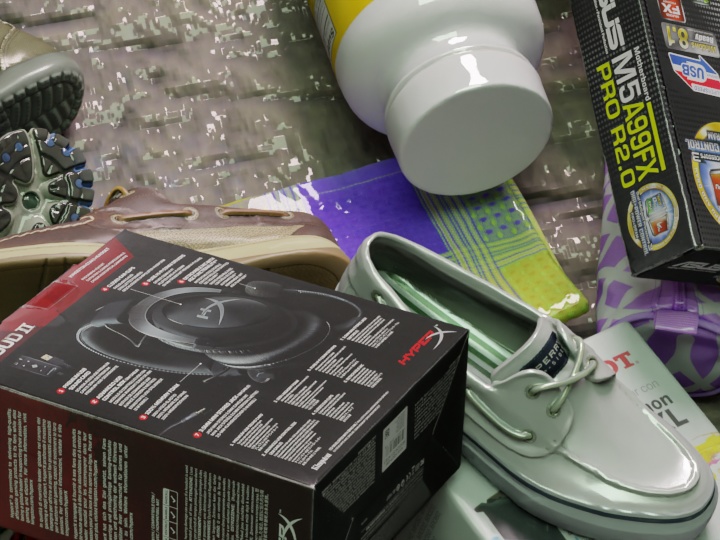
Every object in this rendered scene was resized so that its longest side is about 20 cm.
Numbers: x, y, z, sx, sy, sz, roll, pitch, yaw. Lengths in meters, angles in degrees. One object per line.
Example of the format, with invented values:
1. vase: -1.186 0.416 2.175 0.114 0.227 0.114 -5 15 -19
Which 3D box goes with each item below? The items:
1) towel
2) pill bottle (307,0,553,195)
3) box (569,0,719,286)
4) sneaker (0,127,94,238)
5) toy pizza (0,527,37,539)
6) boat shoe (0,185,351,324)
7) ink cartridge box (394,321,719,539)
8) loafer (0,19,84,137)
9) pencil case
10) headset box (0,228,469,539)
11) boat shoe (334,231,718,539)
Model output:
1. towel: 0.000 0.000 1.371 0.199 0.023 0.144 -13 46 -13
2. pill bottle: 0.031 -0.139 1.414 0.111 0.112 0.201 -13 53 -10
3. box: 0.195 -0.071 1.345 0.199 0.044 0.161 6 66 -44
4. sneaker: -0.196 0.029 1.342 0.077 0.085 0.201 33 71 -13
5. toy pizza: -0.152 0.125 1.208 0.199 0.032 0.201 -16 27 8
6. boat shoe: -0.105 -0.002 1.311 0.199 0.072 0.072 -6 38 -12
7. ink cartridge box: 0.116 0.140 1.260 0.145 0.083 0.200 -23 61 -30
8. loafer: -0.241 -0.071 1.406 0.199 0.075 0.070 -25 55 -25
9. pencil case: 0.162 -0.035 1.383 0.083 0.086 0.201 7 60 -4
10. headset box: -0.074 0.061 1.181 0.199 0.078 0.149 14 30 22
11. boat shoe: 0.072 0.053 1.219 0.199 0.067 0.074 27 50 8
